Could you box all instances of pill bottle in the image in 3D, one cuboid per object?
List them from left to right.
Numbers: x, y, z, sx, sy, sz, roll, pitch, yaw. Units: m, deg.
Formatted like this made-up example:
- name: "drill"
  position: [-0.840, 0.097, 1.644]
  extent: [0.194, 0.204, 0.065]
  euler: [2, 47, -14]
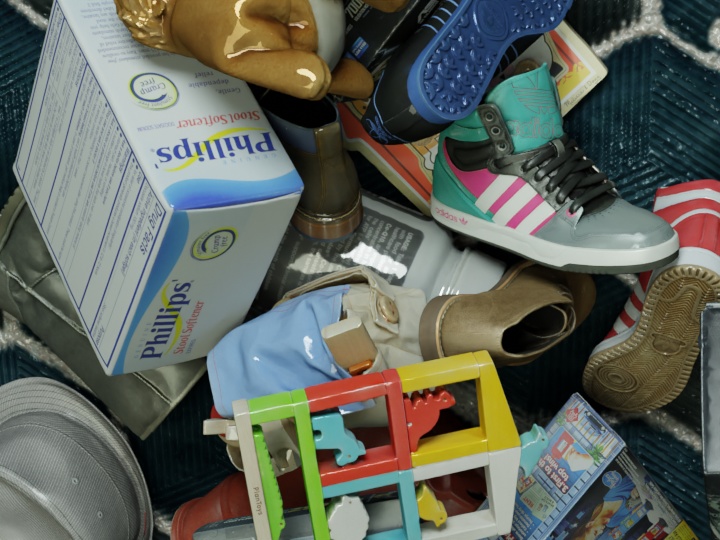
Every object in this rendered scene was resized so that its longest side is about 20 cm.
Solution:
- name: "pill bottle"
  position: [0.000, 0.000, 1.149]
  extent: [0.199, 0.113, 0.114]
  euler: [23, 113, 6]

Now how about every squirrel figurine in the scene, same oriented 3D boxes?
- name: "squirrel figurine"
  position: [-0.060, -0.218, 0.973]
  extent: [0.199, 0.141, 0.188]
  euler: [18, 101, 18]

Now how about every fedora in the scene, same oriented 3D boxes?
- name: "fedora"
  position: [-0.270, 0.200, 1.300]
  extent: [0.176, 0.090, 0.201]
  euler: [-25, 101, 20]

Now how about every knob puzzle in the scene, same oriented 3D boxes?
- name: "knob puzzle"
  position: [0.049, -0.155, 1.127]
  extent: [0.218, 0.030, 0.221]
  euler: [5, 110, 13]

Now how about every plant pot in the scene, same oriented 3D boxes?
- name: "plant pot"
  position: [-0.007, 0.190, 1.184]
  extent: [0.201, 0.201, 0.195]
  euler: [43, 106, -4]

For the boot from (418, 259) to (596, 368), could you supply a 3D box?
- name: "boot"
  position: [0.125, 0.034, 1.081]
  extent: [0.075, 0.200, 0.074]
  euler: [-2, 99, 36]

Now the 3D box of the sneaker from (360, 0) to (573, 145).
- name: "sneaker"
  position: [0.070, -0.156, 1.042]
  extent: [0.078, 0.200, 0.070]
  euler: [-20, 111, 50]

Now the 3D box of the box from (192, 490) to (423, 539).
- name: "box"
  position: [-0.021, 0.263, 1.075]
  extent: [0.157, 0.051, 0.202]
  euler: [-11, 88, 10]

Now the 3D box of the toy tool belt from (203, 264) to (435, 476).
- name: "toy tool belt"
  position: [-0.050, 0.072, 1.059]
  extent: [0.199, 0.123, 0.126]
  euler: [-25, 72, 30]

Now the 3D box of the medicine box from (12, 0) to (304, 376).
- name: "medicine box"
  position: [-0.146, -0.064, 1.067]
  extent: [0.201, 0.102, 0.183]
  euler: [60, 144, 26]

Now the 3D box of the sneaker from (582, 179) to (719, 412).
- name: "sneaker"
  position: [0.222, 0.017, 1.130]
  extent: [0.071, 0.113, 0.200]
  euler: [21, 144, -1]

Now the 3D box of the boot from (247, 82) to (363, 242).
- name: "boot"
  position: [-0.058, -0.118, 1.092]
  extent: [0.200, 0.074, 0.097]
  euler: [50, 156, 34]

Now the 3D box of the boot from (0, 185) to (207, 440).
- name: "boot"
  position: [-0.202, 0.020, 1.231]
  extent: [0.200, 0.073, 0.182]
  euler: [42, 127, 5]

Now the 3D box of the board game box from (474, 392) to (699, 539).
- name: "board game box"
  position: [0.136, 0.216, 1.143]
  extent: [0.200, 0.062, 0.200]
  euler: [-42, 139, 0]

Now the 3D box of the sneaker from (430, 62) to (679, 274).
- name: "sneaker"
  position: [0.129, -0.077, 1.057]
  extent: [0.199, 0.083, 0.122]
  euler: [18, 122, 38]

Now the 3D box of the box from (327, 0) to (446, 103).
- name: "box"
  position: [0.004, -0.243, 1.059]
  extent: [0.164, 0.086, 0.200]
  euler: [46, 114, 10]

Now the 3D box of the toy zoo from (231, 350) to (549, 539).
- name: "toy zoo"
  position: [0.025, 0.125, 1.007]
  extent: [0.198, 0.020, 0.132]
  euler: [-12, 115, -6]

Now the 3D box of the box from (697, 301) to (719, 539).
- name: "box"
  position: [0.333, 0.115, 1.049]
  extent: [0.198, 0.197, 0.125]
  euler: [-1, 65, 15]
